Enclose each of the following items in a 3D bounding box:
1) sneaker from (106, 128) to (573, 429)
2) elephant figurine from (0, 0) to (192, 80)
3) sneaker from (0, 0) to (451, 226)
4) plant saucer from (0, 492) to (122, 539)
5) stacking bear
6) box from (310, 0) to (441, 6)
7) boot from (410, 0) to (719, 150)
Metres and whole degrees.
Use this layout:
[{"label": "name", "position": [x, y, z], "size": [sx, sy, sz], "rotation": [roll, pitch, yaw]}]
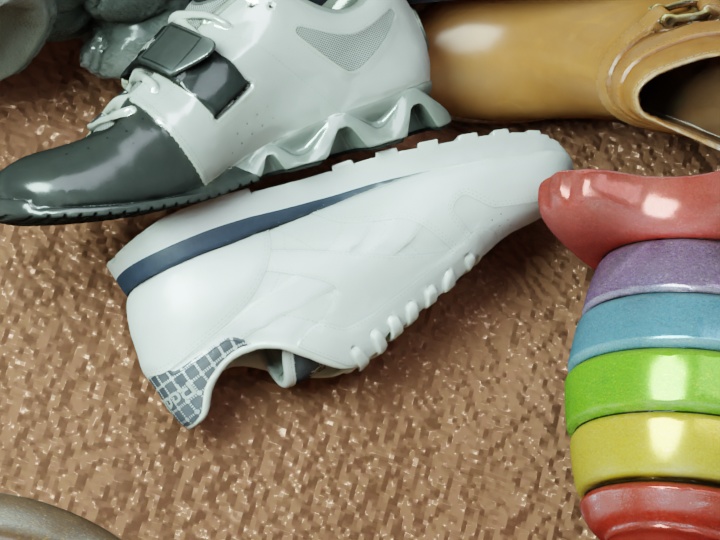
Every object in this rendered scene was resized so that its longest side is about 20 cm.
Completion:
[{"label": "sneaker", "position": [0.000, 0.000, 1.155], "size": [0.200, 0.076, 0.081], "rotation": [-19, 78, -17]}, {"label": "elephant figurine", "position": [-0.166, -0.118, 1.116], "size": [0.200, 0.156, 0.141], "rotation": [-19, 34, -37]}, {"label": "sneaker", "position": [-0.063, -0.073, 1.125], "size": [0.200, 0.074, 0.089], "rotation": [-20, 100, -30]}, {"label": "plant saucer", "position": [-0.139, 0.166, 1.041], "size": [0.200, 0.037, 0.201], "rotation": [7, 60, -13]}, {"label": "stacking bear", "position": [0.129, 0.072, 1.125], "size": [0.121, 0.114, 0.201], "rotation": [-1, 69, 26]}, {"label": "box", "position": [0.055, -0.192, 1.183], "size": [0.199, 0.115, 0.132], "rotation": [-3, 39, 13]}, {"label": "boot", "position": [0.106, -0.083, 1.157], "size": [0.199, 0.074, 0.155], "rotation": [-7, 18, 5]}]
